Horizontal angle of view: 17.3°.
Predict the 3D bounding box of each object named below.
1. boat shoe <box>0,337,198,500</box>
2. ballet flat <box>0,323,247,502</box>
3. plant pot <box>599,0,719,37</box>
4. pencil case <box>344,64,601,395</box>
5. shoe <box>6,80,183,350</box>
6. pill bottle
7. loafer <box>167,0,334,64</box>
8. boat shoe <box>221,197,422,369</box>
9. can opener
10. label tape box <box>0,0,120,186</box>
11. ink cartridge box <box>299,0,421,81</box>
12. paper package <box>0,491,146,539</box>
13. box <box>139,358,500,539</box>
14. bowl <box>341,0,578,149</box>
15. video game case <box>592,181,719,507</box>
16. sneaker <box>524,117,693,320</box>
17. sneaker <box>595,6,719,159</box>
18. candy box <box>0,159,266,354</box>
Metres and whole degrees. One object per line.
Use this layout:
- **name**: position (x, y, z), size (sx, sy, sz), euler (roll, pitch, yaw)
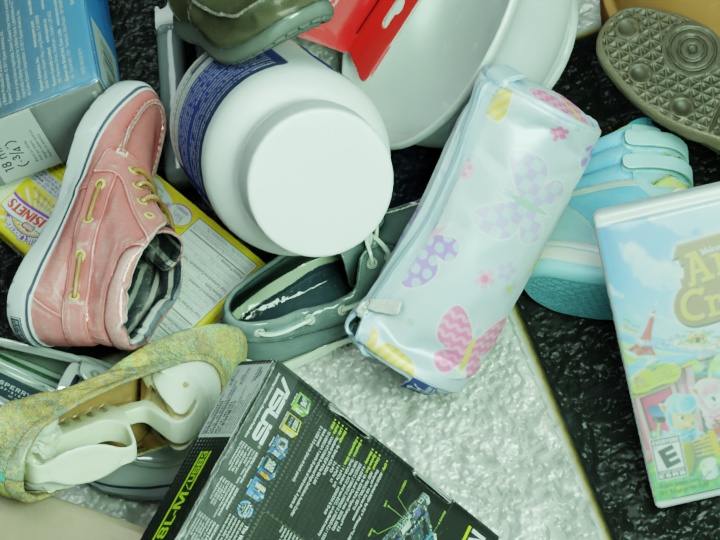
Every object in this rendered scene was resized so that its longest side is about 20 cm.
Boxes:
- **boat shoe**: position (-0.179, 0.091, 1.495), size (0.199, 0.067, 0.074), euler (12, 64, 19)
- **ballet flat**: position (-0.139, 0.089, 1.417), size (0.199, 0.071, 0.071), euler (-20, 54, -31)
- **plant pot**: position (0.249, -0.217, 1.536), size (0.198, 0.140, 0.201), euler (-5, 59, 9)
- **pencil case**: position (0.067, -0.026, 1.450), size (0.201, 0.090, 0.083), euler (-61, 20, 12)
- **shoe**: position (-0.147, -0.034, 1.517), size (0.090, 0.072, 0.201), euler (6, 57, 27)
- **pill bottle**: position (-0.047, -0.075, 1.477), size (0.119, 0.120, 0.200), euler (-29, 19, -5)
- **loafer**: position (-0.082, -0.179, 1.504), size (0.075, 0.070, 0.200), euler (-28, 19, -20)
- **boat shoe**: position (0.000, 0.000, 1.511), size (0.199, 0.062, 0.073), euler (-28, 58, -4)
- **can opener**: position (-0.112, -0.149, 1.630), size (0.052, 0.067, 0.202), euler (-7, 67, 5)
- **label tape box**: position (-0.267, -0.126, 1.629), size (0.199, 0.063, 0.145), euler (-20, 48, 7)
- **ink cartridge box**: position (-0.022, -0.232, 1.591), size (0.117, 0.067, 0.201), euler (-56, 37, 25)
- **paper package**: position (-0.182, 0.246, 1.387), size (0.189, 0.104, 0.201), euler (16, 66, 20)
- **box**: position (-0.035, 0.185, 1.349), size (0.047, 0.193, 0.201), euler (-5, 51, 54)
- **bowl**: position (0.079, -0.162, 1.549), size (0.201, 0.090, 0.202), euler (-35, 46, 45)
- **video game case**: position (0.252, 0.032, 1.396), size (0.198, 0.022, 0.184), euler (-13, 99, 5)
- **sneaker**: position (0.207, -0.032, 1.475), size (0.198, 0.080, 0.131), euler (9, 64, 16)
- **sneaker**: position (0.233, -0.090, 1.488), size (0.199, 0.076, 0.071), euler (34, 74, 16)
- **candy box**: position (-0.161, -0.019, 1.579), size (0.102, 0.026, 0.200), euler (-44, 60, -12)
